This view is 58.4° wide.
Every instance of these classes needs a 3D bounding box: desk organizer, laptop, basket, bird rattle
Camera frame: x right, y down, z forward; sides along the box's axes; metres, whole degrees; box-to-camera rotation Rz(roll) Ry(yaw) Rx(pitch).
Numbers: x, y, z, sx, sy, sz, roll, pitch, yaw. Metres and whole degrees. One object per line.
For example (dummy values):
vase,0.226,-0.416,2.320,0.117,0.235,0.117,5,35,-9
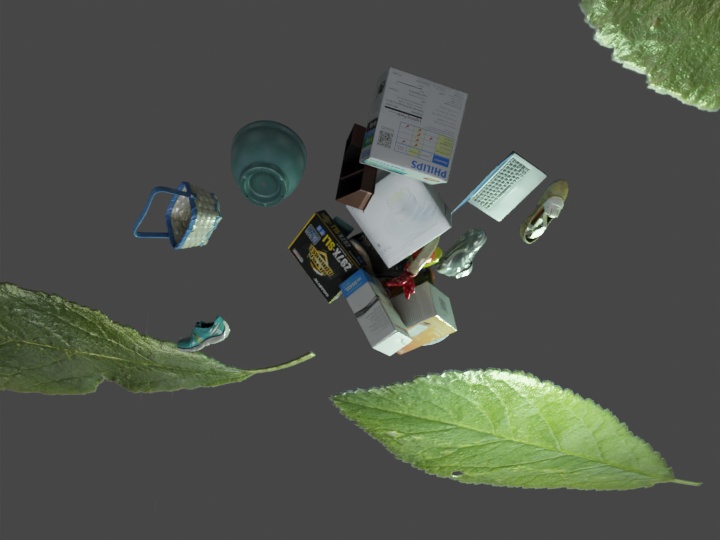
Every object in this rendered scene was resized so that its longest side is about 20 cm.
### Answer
desk organizer,-0.002,-0.249,1.543,0.075,0.205,0.072,17,145,-13
laptop,0.356,-0.195,1.652,0.197,0.118,0.187,27,130,-23
basket,-0.480,-0.142,1.689,0.197,0.142,0.176,1,145,-46
bird rattle,0.147,-0.035,1.693,0.112,0.200,0.164,39,133,3

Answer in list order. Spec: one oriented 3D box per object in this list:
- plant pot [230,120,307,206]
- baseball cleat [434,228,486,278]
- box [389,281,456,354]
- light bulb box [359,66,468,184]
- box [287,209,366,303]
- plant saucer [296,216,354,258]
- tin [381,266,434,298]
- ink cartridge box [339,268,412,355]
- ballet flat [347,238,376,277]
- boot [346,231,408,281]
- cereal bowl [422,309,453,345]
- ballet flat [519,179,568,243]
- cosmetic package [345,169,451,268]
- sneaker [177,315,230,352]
plant pot,-0.234,-0.247,1.601,0.193,0.137,0.204,0,135,0
baseball cleat,0.303,-0.048,1.840,0.105,0.071,0.199,24,140,-30
box,0.152,0.140,1.842,0.196,0.109,0.151,-26,148,23
light bulb box,0.117,-0.321,1.460,0.193,0.125,0.206,14,91,-12
box,-0.094,-0.038,1.782,0.202,0.049,0.160,52,125,9
plant saucer,-0.105,-0.075,1.847,0.069,0.019,0.199,31,126,-26
tin,0.129,0.045,1.899,0.197,0.115,0.042,-27,167,25
ink cartridge box,0.042,0.114,1.726,0.083,0.203,0.146,-34,155,11
ballet flat,0.000,0.000,1.811,0.067,0.068,0.202,7,143,35
boot,0.058,-0.046,1.819,0.196,0.071,0.174,-15,133,38
cereal bowl,0.189,0.137,1.998,0.193,0.085,0.204,0,134,0
ballet flat,0.496,-0.151,1.727,0.069,0.072,0.202,18,132,-16
cosmetic package,0.099,-0.156,1.632,0.197,0.123,0.202,-33,103,19
sneaker,-0.517,0.203,2.101,0.196,0.078,0.081,-23,111,16
